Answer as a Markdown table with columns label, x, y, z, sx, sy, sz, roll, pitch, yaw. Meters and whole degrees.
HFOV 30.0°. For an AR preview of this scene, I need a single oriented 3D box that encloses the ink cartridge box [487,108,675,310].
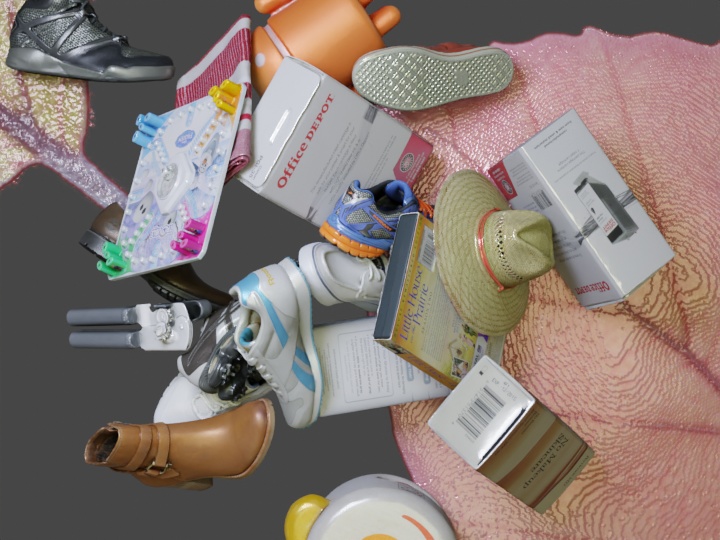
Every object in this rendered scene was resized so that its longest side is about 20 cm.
| label | x | y | z | sx | sy | sz | roll | pitch | yaw |
| --- | --- | --- | --- | --- | --- | --- | --- | --- | --- |
| ink cartridge box | 0.246 | -0.065 | 1.513 | 0.082 | 0.147 | 0.201 | -36 | 91 | -11 |

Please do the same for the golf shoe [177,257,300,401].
| label | x | y | z | sx | sy | sz | roll | pitch | yaw |
| --- | --- | --- | --- | --- | --- | --- | --- | --- | --- |
| golf shoe | -0.132 | 0.053 | 1.516 | 0.094 | 0.078 | 0.200 | 13 | 49 | 35 |

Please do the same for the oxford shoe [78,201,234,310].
| label | x | y | z | sx | sy | sz | roll | pitch | yaw |
| --- | --- | --- | --- | --- | --- | --- | --- | --- | --- |
| oxford shoe | -0.222 | -0.013 | 1.559 | 0.199 | 0.073 | 0.085 | 34 | 78 | -5 |

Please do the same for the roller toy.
| label | x | y | z | sx | sy | sz | roll | pitch | yaw |
| --- | --- | --- | --- | --- | --- | --- | --- | --- | --- |
| roller toy | 0.022 | 0.328 | 1.522 | 0.180 | 0.140 | 0.203 | -22 | 90 | 0 |

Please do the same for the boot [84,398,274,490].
| label | x | y | z | sx | sy | sz | roll | pitch | yaw |
| --- | --- | --- | --- | --- | --- | --- | --- | --- | --- |
| boot | -0.200 | 0.184 | 1.488 | 0.154 | 0.199 | 0.078 | 19 | 57 | -35 |

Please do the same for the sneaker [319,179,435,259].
| label | x | y | z | sx | sy | sz | roll | pitch | yaw |
| --- | --- | --- | --- | --- | --- | --- | --- | --- | --- |
| sneaker | 0.049 | -0.059 | 1.480 | 0.075 | 0.198 | 0.079 | 42 | 121 | 37 |

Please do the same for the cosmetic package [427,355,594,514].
| label | x | y | z | sx | sy | sz | roll | pitch | yaw |
| --- | --- | --- | --- | --- | --- | --- | --- | --- | --- |
| cosmetic package | 0.171 | 0.186 | 1.485 | 0.104 | 0.200 | 0.087 | -50 | 54 | 2 |

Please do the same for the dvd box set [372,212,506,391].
| label | x | y | z | sx | sy | sz | roll | pitch | yaw |
| --- | --- | --- | --- | --- | --- | --- | --- | --- | --- |
| dvd box set | 0.095 | 0.046 | 1.470 | 0.029 | 0.199 | 0.148 | -4 | 64 | 39 |

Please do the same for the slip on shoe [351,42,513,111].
| label | x | y | z | sx | sy | sz | roll | pitch | yaw |
| --- | --- | --- | --- | --- | --- | --- | --- | --- | --- |
| slip on shoe | 0.078 | -0.226 | 1.530 | 0.197 | 0.061 | 0.075 | -9 | 114 | -24 |

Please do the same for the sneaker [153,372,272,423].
| label | x | y | z | sx | sy | sz | roll | pitch | yaw |
| --- | --- | --- | --- | --- | --- | --- | --- | --- | --- |
| sneaker | -0.156 | 0.132 | 1.549 | 0.199 | 0.087 | 0.075 | -33 | 98 | 2 |

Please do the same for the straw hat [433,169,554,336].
| label | x | y | z | sx | sy | sz | roll | pitch | yaw |
| --- | --- | --- | --- | --- | --- | --- | --- | --- | --- |
| straw hat | 0.170 | -0.027 | 1.481 | 0.084 | 0.200 | 0.204 | -11 | 90 | 36 |

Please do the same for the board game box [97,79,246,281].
| label | x | y | z | sx | sy | sz | roll | pitch | yaw |
| --- | --- | --- | --- | --- | --- | --- | --- | --- | --- |
| board game box | -0.210 | -0.098 | 1.463 | 0.026 | 0.199 | 0.203 | 25 | 68 | -34 |

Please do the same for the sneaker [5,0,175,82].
| label | x | y | z | sx | sy | sz | roll | pitch | yaw |
| --- | --- | --- | --- | --- | --- | --- | --- | --- | --- |
| sneaker | -0.309 | -0.275 | 1.554 | 0.196 | 0.076 | 0.116 | 10 | 97 | 6 |

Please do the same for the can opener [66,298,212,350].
| label | x | y | z | sx | sy | sz | roll | pitch | yaw |
| --- | --- | --- | --- | --- | --- | --- | --- | --- | --- |
| can opener | -0.255 | 0.065 | 1.531 | 0.198 | 0.066 | 0.054 | -4 | 93 | 35 |

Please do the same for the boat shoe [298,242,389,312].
| label | x | y | z | sx | sy | sz | roll | pitch | yaw |
| --- | --- | --- | --- | --- | --- | --- | --- | --- | --- |
| boat shoe | 0.000 | 0.000 | 1.492 | 0.065 | 0.199 | 0.075 | -22 | 76 | 23 |

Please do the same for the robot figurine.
| label | x | y | z | sx | sy | sz | roll | pitch | yaw |
| --- | --- | --- | --- | --- | --- | --- | --- | --- | --- |
| robot figurine | -0.049 | -0.254 | 1.532 | 0.199 | 0.144 | 0.117 | -34 | 51 | 0 |

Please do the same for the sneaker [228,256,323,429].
| label | x | y | z | sx | sy | sz | roll | pitch | yaw |
| --- | --- | --- | --- | --- | --- | --- | --- | --- | --- |
| sneaker | -0.092 | 0.086 | 1.448 | 0.080 | 0.076 | 0.203 | -20 | 120 | -21 |

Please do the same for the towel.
| label | x | y | z | sx | sy | sz | roll | pitch | yaw |
| --- | --- | --- | --- | --- | --- | --- | --- | --- | --- |
| towel | -0.165 | -0.171 | 1.491 | 0.023 | 0.144 | 0.203 | 21 | 51 | -32 |

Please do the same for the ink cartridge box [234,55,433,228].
| label | x | y | z | sx | sy | sz | roll | pitch | yaw |
| --- | --- | --- | --- | --- | --- | --- | --- | --- | --- |
| ink cartridge box | -0.033 | -0.127 | 1.490 | 0.199 | 0.083 | 0.148 | 27 | 95 | -45 |

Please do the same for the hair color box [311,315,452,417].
| label | x | y | z | sx | sy | sz | roll | pitch | yaw |
| --- | --- | --- | --- | --- | --- | --- | --- | --- | --- |
| hair color box | 0.033 | 0.101 | 1.532 | 0.197 | 0.061 | 0.101 | -7 | 91 | -18 |
